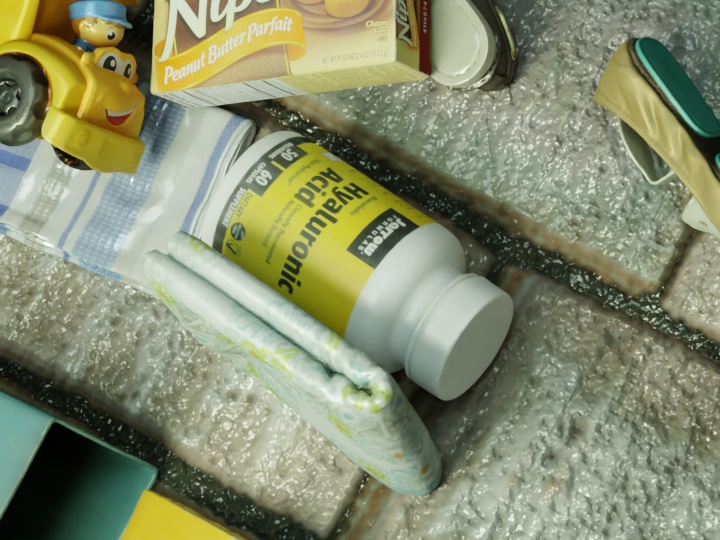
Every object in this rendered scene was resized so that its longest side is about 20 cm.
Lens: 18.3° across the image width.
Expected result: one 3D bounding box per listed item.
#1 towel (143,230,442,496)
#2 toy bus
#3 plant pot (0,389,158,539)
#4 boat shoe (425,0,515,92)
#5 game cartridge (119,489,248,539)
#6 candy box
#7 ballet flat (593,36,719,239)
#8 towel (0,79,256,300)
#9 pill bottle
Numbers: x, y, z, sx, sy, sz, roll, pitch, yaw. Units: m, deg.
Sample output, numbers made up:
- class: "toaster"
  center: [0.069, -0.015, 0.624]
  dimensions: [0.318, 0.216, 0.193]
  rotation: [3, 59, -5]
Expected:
- class: "towel"
  center: [-0.041, 0.063, 1.454]
  dimensions: [0.200, 0.171, 0.048]
  rotation: [33, 81, 24]
- class: "toy bus"
  center: [-0.220, -0.183, 1.571]
  dimensions: [0.199, 0.136, 0.193]
  rotation: [30, 93, 25]
- class: "plant pot"
  center: [-0.277, 0.140, 1.533]
  dimensions: [0.199, 0.141, 0.142]
  rotation: [26, 84, 30]
- class: "boat shoe"
  center: [0.044, -0.207, 1.561]
  dimensions: [0.072, 0.059, 0.201]
  rotation: [-40, 64, 21]
- class: "game cartridge"
  center: [-0.144, 0.252, 1.456]
  dimensions: [0.201, 0.032, 0.176]
  rotation: [-65, 24, -5]
- class: "candy box"
  center: [-0.049, -0.183, 1.544]
  dimensions: [0.199, 0.055, 0.116]
  rotation: [-5, 78, 30]
- class: "ballet flat"
  center: [0.224, -0.066, 1.467]
  dimensions: [0.063, 0.068, 0.200]
  rotation: [-50, 60, 31]
- class: "towel"
  center: [-0.184, -0.072, 1.621]
  dimensions: [0.199, 0.024, 0.148]
  rotation: [21, 82, 23]
- class: "pill bottle"
  center: [0.000, 0.000, 1.490]
  dimensions: [0.200, 0.111, 0.112]
  rotation: [33, 87, 23]
